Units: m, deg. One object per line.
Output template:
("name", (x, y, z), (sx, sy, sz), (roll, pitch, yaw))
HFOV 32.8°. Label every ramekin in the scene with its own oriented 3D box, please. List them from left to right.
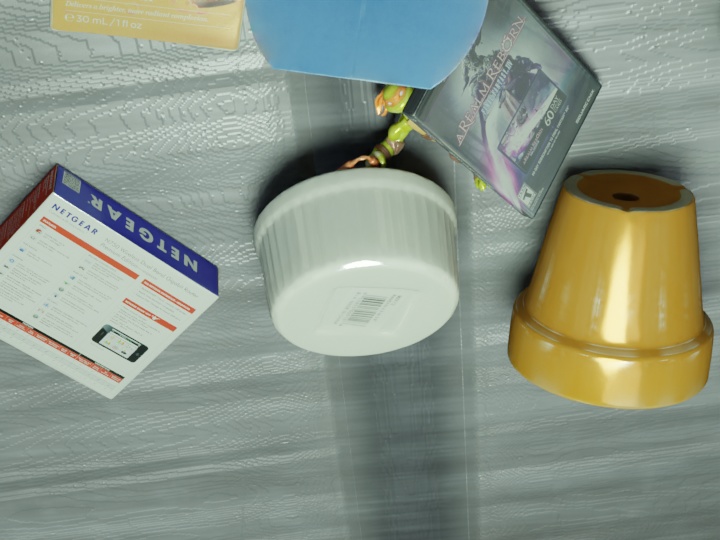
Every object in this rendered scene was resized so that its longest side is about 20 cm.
("ramekin", (0.000, 0.000, 1.159), (0.199, 0.098, 0.201), (-5, 148, -3))

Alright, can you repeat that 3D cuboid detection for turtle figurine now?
("turtle figurine", (0.070, -0.132, 1.124), (0.161, 0.065, 0.200), (25, 123, -32))

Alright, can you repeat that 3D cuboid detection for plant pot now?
("plant pot", (0.251, 0.007, 1.192), (0.199, 0.200, 0.184), (0, 112, -7))

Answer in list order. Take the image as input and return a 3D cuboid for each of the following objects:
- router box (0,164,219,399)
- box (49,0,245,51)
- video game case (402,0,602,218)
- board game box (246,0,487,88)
("router box", (-0.271, 0.018, 1.205), (0.200, 0.049, 0.179), (35, 116, -30))
("box", (-0.157, -0.289, 0.941), (0.151, 0.107, 0.201), (4, 128, -11))
("video game case", (0.129, -0.151, 1.068), (0.200, 0.019, 0.143), (33, 83, -46))
("board game box", (0.007, -0.233, 1.005), (0.199, 0.039, 0.159), (8, 89, 8))
